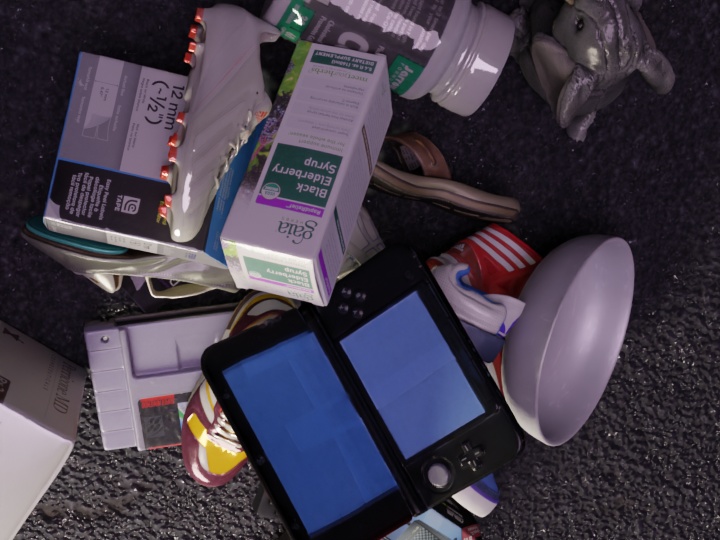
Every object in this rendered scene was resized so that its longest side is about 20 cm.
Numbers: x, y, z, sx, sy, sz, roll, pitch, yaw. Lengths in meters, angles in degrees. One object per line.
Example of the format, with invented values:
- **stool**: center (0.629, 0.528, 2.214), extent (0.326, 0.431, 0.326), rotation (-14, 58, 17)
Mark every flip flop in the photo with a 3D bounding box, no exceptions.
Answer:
- **flip flop**: center (0.057, -0.093, 1.131), extent (0.198, 0.081, 0.058), rotation (17, 88, -14)

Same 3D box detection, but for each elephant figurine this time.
- **elephant figurine**: center (0.195, -0.188, 1.048), extent (0.154, 0.200, 0.142), rotation (33, 101, -16)

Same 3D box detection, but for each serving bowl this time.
- **serving bowl**: center (0.184, 0.058, 1.157), extent (0.065, 0.199, 0.202), rotation (18, 109, 29)

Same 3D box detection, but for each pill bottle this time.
- **pill bottle**: center (0.024, -0.217, 1.062), extent (0.199, 0.113, 0.114), rotation (24, 103, -13)

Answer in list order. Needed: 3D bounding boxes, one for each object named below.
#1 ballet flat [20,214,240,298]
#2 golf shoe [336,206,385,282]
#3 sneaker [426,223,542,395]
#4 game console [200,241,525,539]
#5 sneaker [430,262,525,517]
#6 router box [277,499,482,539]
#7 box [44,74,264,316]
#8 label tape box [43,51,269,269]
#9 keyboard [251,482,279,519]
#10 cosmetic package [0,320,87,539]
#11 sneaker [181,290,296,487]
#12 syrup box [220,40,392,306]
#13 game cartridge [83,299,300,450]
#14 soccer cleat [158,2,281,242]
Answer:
- **ballet flat**: center (-0.197, -0.007, 1.091), extent (0.198, 0.068, 0.064), rotation (4, 116, -9)
- **golf shoe**: center (0.000, 0.000, 1.126), extent (0.078, 0.097, 0.200), rotation (-44, 115, 11)
- **sneaker**: center (0.137, 0.044, 1.182), extent (0.115, 0.078, 0.201), rotation (-34, 133, -18)
- **game console**: center (0.003, 0.103, 0.987), extent (0.172, 0.118, 0.201), rotation (-35, 80, 25)
- **sneaker**: center (0.097, 0.092, 1.064), extent (0.146, 0.081, 0.201), rotation (-37, 87, 8)
- **router box**: center (0.003, 0.289, 1.242), extent (0.149, 0.062, 0.200), rotation (36, 100, -22)
- **box**: center (-0.164, -0.073, 1.125), extent (0.200, 0.036, 0.143), rotation (-39, 108, 7)
- **label tape box**: center (-0.152, -0.087, 1.044), extent (0.198, 0.066, 0.145), rotation (12, 80, -7)
- **keyboard**: center (-0.063, 0.153, 1.220), extent (0.126, 0.021, 0.202), rotation (17, 104, -13)
- **cosmetic package**: center (-0.370, 0.134, 1.096), extent (0.199, 0.165, 0.166), rotation (32, 101, -17)
- **sneaker**: center (-0.109, 0.117, 1.105), extent (0.074, 0.090, 0.202), rotation (15, 108, -16)
- **syrup box**: center (-0.039, -0.080, 1.007), extent (0.078, 0.201, 0.082), rotation (12, 152, 13)
- **game cartridge**: center (-0.148, 0.098, 1.157), extent (0.198, 0.038, 0.131), rotation (-8, 109, -7)
- **soccer cleat**: center (-0.111, -0.118, 0.993), extent (0.077, 0.069, 0.202), rotation (13, 76, -14)
